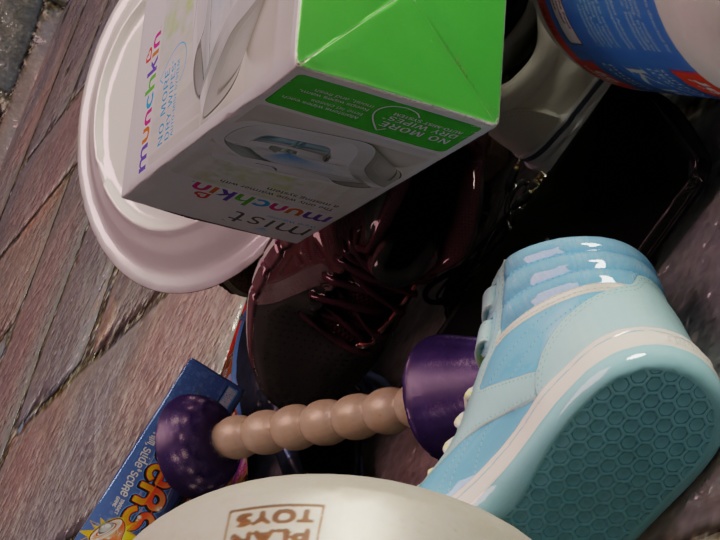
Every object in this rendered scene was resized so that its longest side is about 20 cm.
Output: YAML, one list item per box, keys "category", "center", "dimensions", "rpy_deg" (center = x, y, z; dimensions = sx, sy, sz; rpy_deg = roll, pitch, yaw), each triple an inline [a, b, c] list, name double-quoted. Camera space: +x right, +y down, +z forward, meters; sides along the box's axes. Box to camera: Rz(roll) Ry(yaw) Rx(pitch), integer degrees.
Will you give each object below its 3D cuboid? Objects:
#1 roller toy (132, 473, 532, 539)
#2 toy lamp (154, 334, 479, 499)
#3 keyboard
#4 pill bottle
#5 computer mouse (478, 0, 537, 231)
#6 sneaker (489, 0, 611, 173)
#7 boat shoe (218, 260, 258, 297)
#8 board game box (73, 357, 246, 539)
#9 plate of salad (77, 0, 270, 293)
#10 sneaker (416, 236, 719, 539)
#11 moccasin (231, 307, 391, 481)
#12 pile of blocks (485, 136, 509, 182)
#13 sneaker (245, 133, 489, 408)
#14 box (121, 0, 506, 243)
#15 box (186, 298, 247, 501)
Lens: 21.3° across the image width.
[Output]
- category: "roller toy"
  center: [-0.007, 0.162, 0.641]
  dimensions: [0.200, 0.182, 0.140]
  rpy_deg: [-49, 22, 40]
- category: "toy lamp"
  center: [-0.006, 0.066, 0.865]
  dimensions: [0.199, 0.058, 0.058]
  rpy_deg: [-13, 48, 35]
- category: "keyboard"
  center: [0.089, 0.003, 0.858]
  dimensions: [0.200, 0.040, 0.104]
  rpy_deg: [-55, 41, 27]
- category: "pill bottle"
  center: [0.144, -0.118, 0.708]
  dimensions: [0.113, 0.112, 0.200]
  rpy_deg: [-64, 16, 1]
- category: "computer mouse"
  center: [0.071, -0.074, 0.962]
  dimensions: [0.201, 0.058, 0.034]
  rpy_deg: [-61, 33, 16]
- category: "sneaker"
  center: [0.115, -0.131, 0.879]
  dimensions: [0.200, 0.071, 0.073]
  rpy_deg: [-56, 19, 25]
- category: "boat shoe"
  center: [-0.022, -0.045, 1.070]
  dimensions: [0.075, 0.075, 0.202]
  rpy_deg: [-14, 20, 50]
- category: "board game box"
  center: [-0.126, 0.143, 1.016]
  dimensions: [0.136, 0.034, 0.200]
  rpy_deg: [-59, 0, -28]
- category: "plate of salad"
  center: [-0.076, -0.085, 0.996]
  dimensions: [0.199, 0.048, 0.201]
  rpy_deg: [-12, 72, 40]
- category: "sneaker"
  center: [0.059, 0.071, 0.758]
  dimensions: [0.200, 0.079, 0.131]
  rpy_deg: [-45, 26, 24]
- category: "moccasin"
  center: [-0.019, 0.081, 0.996]
  dimensions: [0.068, 0.080, 0.201]
  rpy_deg: [-44, 40, 37]
- category: "pile of blocks"
  center: [0.061, -0.133, 1.055]
  dimensions: [0.082, 0.062, 0.201]
  rpy_deg: [-22, 45, 65]
- category: "sneaker"
  center: [0.000, 0.000, 0.873]
  dimensions: [0.116, 0.075, 0.201]
  rpy_deg: [-92, 25, -65]
- category: "box"
  center: [-0.017, -0.135, 0.815]
  dimensions: [0.176, 0.096, 0.201]
  rpy_deg: [-26, 55, 58]
- category: "box"
  center: [-0.052, 0.079, 1.128]
  dimensions: [0.137, 0.039, 0.201]
  rpy_deg: [-33, 35, 59]
